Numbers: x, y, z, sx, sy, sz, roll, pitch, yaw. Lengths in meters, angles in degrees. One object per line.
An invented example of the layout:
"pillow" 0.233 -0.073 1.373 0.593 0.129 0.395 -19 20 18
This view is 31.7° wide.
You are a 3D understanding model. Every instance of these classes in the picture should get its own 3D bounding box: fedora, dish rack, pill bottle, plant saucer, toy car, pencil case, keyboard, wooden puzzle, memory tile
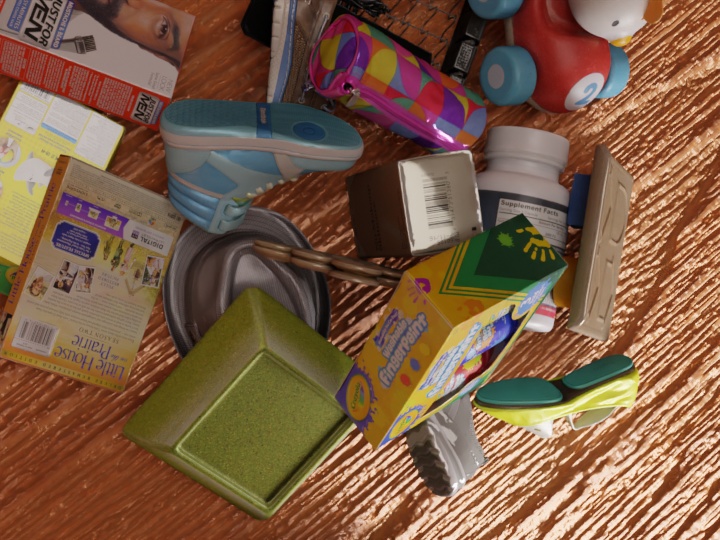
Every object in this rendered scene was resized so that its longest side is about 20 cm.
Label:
"fedora" -0.108 0.033 1.285 0.174 0.090 0.204 -12 92 -15
"dish rack" 0.041 -0.275 1.351 0.197 0.055 0.156 22 83 -11
"pill bottle" 0.162 -0.044 1.345 0.118 0.119 0.204 11 86 -14
"plant saucer" -0.097 0.147 1.247 0.200 0.048 0.199 -47 121 7
"toy car" 0.244 -0.262 1.302 0.182 0.199 0.180 -9 92 -37
"pencil case" 0.036 -0.174 1.249 0.198 0.088 0.090 21 83 -38
"keyboard" -0.016 -0.248 1.298 0.198 0.040 0.105 26 119 -12
"wooden puzzle" 0.245 -0.025 1.344 0.046 0.200 0.189 9 86 19
"memory tile" 0.000 0.000 1.246 0.199 0.152 0.017 11 93 -55

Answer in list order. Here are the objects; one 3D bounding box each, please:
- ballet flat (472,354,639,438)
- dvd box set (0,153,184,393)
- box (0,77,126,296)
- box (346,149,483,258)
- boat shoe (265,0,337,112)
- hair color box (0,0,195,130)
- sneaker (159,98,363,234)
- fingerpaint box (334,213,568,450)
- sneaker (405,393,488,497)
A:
"ballet flat" 0.218 0.147 1.390 0.197 0.067 0.068 -12 113 -17
"dvd box set" -0.264 0.006 1.244 0.145 0.029 0.203 22 85 -40
"box" -0.326 -0.076 1.252 0.116 0.048 0.202 27 80 -13
"box" 0.051 -0.063 1.273 0.076 0.200 0.097 -10 91 -15
"boat shoe" -0.058 -0.186 1.274 0.071 0.073 0.203 5 121 -1
"hair color box" -0.272 -0.229 1.240 0.197 0.064 0.112 20 57 -15
"sneaker" -0.099 -0.094 1.246 0.196 0.080 0.132 7 124 -1
"fingerpaint box" 0.084 0.060 1.199 0.166 0.201 0.074 -25 65 -39
"sneaker" 0.075 0.135 1.356 0.081 0.074 0.203 -23 97 -37
